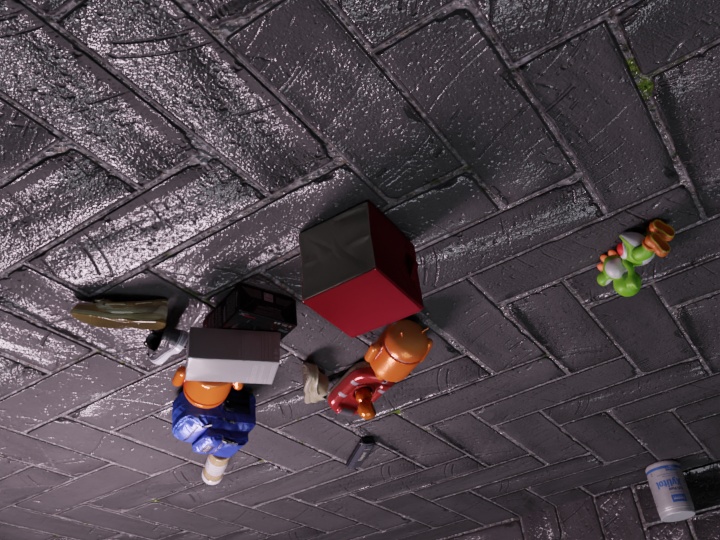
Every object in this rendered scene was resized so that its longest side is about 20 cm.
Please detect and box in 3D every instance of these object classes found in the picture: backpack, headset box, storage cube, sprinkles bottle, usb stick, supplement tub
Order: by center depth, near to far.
[{"bbox_3d":[0.000,0.000,1.527,0.200,0.171,0.180,-24,140,24],"label":"storage cube"},{"bbox_3d":[-0.258,0.126,1.740,0.148,0.075,0.200,19,138,-32],"label":"headset box"},{"bbox_3d":[-0.394,0.395,2.026,0.200,0.168,0.163,20,130,-28],"label":"backpack"},{"bbox_3d":[-0.449,0.602,2.391,0.068,0.068,0.200,5,143,-17],"label":"sprinkles bottle"},{"bbox_3d":[-0.001,0.595,2.495,0.055,0.033,0.200,4,143,-15],"label":"usb stick"},{"bbox_3d":[1.171,0.833,2.901,0.132,0.200,0.132,-5,145,-4],"label":"supplement tub"}]

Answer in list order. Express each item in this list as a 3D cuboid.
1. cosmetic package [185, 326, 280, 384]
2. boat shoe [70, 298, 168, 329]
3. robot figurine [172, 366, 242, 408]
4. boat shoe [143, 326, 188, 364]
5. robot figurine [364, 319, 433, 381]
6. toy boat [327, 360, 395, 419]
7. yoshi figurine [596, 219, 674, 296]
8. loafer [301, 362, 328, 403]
[{"bbox_3d":[-0.283,0.189,1.689,0.200,0.090,0.107,8,142,-15],"label":"cosmetic package"},{"bbox_3d":[-0.522,0.086,1.665,0.200,0.063,0.073,3,157,-4],"label":"boat shoe"},{"bbox_3d":[-0.366,0.262,1.867,0.144,0.117,0.200,-31,161,-37],"label":"robot figurine"},{"bbox_3d":[-0.457,0.166,1.747,0.066,0.070,0.200,28,156,-24],"label":"boat shoe"},{"bbox_3d":[0.095,0.194,1.871,0.144,0.117,0.200,29,139,-3],"label":"robot figurine"},{"bbox_3d":[0.011,0.333,2.023,0.130,0.131,0.200,21,123,-35],"label":"toy boat"},{"bbox_3d":[0.609,-0.013,1.679,0.112,0.112,0.200,3,147,-26],"label":"yoshi figurine"},{"bbox_3d":[-0.117,0.293,2.013,0.068,0.076,0.200,-5,154,-6],"label":"loafer"}]
